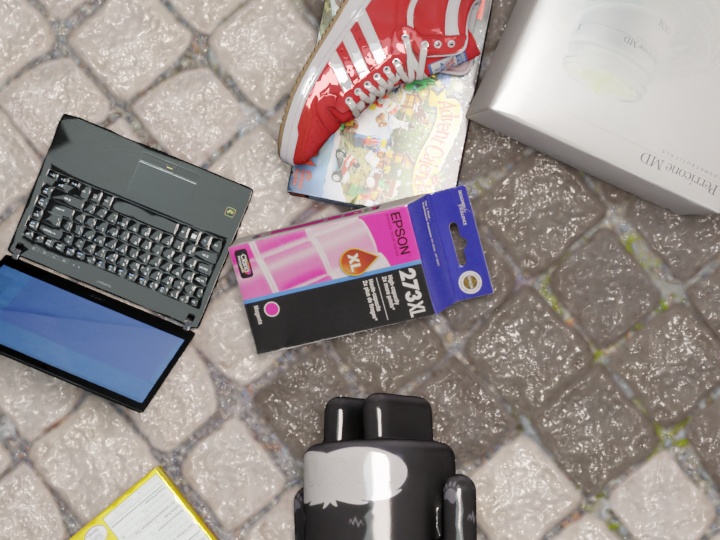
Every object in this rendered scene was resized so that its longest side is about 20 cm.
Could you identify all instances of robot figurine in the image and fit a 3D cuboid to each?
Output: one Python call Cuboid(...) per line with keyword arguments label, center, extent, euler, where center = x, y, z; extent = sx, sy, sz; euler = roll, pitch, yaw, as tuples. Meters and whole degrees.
Cuboid(label="robot figurine", center=(0.017, 0.199, 1.536), extent=(0.124, 0.150, 0.201), euler=(0, 80, -10))

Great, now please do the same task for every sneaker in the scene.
Cuboid(label="sneaker", center=(0.021, -0.155, 1.545), extent=(0.112, 0.071, 0.200), euler=(29, 87, 9))

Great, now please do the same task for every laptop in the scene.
Cuboid(label="laptop", center=(-0.209, -0.010, 1.577), extent=(0.177, 0.103, 0.200), euler=(22, 89, 5))

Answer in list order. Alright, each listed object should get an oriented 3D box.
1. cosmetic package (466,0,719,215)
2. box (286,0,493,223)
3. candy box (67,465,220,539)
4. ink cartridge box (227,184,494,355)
Cuboid(label="cosmetic package", center=(0.218, -0.172, 1.528), extent=(0.199, 0.123, 0.200), euler=(24, 90, -6))
Cuboid(label="box", center=(0.026, -0.148, 1.599), extent=(0.136, 0.038, 0.201), euler=(11, 88, 5))
Cuboid(label="candy box", center=(-0.210, 0.262, 1.600), extent=(0.200, 0.026, 0.102), euler=(-39, 87, 2))
Cuboid(label="ink cartridge box", center=(0.000, 0.000, 1.574), extent=(0.199, 0.037, 0.095), euler=(-14, 101, 9))
